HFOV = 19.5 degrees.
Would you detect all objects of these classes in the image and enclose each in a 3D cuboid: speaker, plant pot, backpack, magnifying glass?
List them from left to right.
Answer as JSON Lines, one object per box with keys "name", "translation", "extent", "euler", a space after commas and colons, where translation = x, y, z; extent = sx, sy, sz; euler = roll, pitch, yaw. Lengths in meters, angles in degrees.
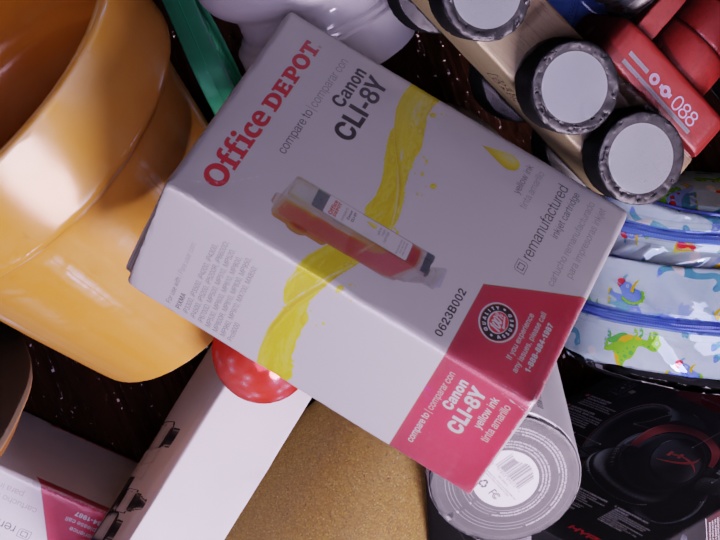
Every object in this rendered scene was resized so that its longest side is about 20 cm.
{"name": "plant pot", "translation": [-0.151, -0.043, 1.110], "extent": [0.200, 0.201, 0.183], "euler": [-36, 125, 13]}
{"name": "magnifying glass", "translation": [-0.100, -0.156, 1.122], "extent": [0.022, 0.080, 0.201], "euler": [-26, 101, 4]}
{"name": "plant pot", "translation": [-0.028, 0.179, 1.220], "extent": [0.185, 0.186, 0.201], "euler": [27, 95, -13]}
{"name": "speaker", "translation": [0.068, 0.055, 1.141], "extent": [0.080, 0.200, 0.082], "euler": [-1, 119, -3]}
{"name": "backpack", "translation": [0.205, 0.008, 1.162], "extent": [0.198, 0.163, 0.155], "euler": [-9, 105, 9]}

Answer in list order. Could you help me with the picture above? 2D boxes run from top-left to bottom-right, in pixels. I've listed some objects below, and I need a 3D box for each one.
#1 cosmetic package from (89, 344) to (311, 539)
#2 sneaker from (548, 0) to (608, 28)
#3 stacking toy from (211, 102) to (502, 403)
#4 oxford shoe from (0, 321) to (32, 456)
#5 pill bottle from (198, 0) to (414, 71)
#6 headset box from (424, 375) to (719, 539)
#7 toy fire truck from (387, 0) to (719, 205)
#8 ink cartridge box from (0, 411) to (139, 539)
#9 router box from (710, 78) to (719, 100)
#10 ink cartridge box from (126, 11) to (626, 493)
{"name": "cosmetic package", "translation": [-0.082, 0.096, 1.169], "extent": [0.050, 0.082, 0.201], "euler": [36, 76, -17]}
{"name": "sneaker", "translation": [0.167, -0.160, 1.120], "extent": [0.198, 0.077, 0.112], "euler": [-18, 110, 7]}
{"name": "stacking toy", "translation": [0.000, 0.000, 1.126], "extent": [0.200, 0.085, 0.086], "euler": [-43, 113, -24]}
{"name": "oxford shoe", "translation": [-0.211, 0.070, 1.141], "extent": [0.071, 0.200, 0.072], "euler": [0, 117, -4]}
{"name": "pill bottle", "translation": [-0.047, -0.198, 1.077], "extent": [0.115, 0.116, 0.201], "euler": [-19, 113, 6]}
{"name": "headset box", "translation": [0.157, 0.130, 1.170], "extent": [0.199, 0.148, 0.076], "euler": [-23, 121, -36]}
{"name": "toy fire truck", "translation": [0.141, -0.154, 1.033], "extent": [0.176, 0.129, 0.200], "euler": [44, 85, -17]}
{"name": "ink cartridge box", "translation": [-0.224, 0.190, 1.251], "extent": [0.144, 0.084, 0.201], "euler": [24, 109, -12]}
{"name": "router box", "translation": [0.257, -0.074, 1.093], "extent": [0.148, 0.200, 0.051], "euler": [29, 106, -12]}
{"name": "ink cartridge box", "translation": [0.008, -0.012, 1.017], "extent": [0.199, 0.146, 0.084], "euler": [30, 139, 2]}
